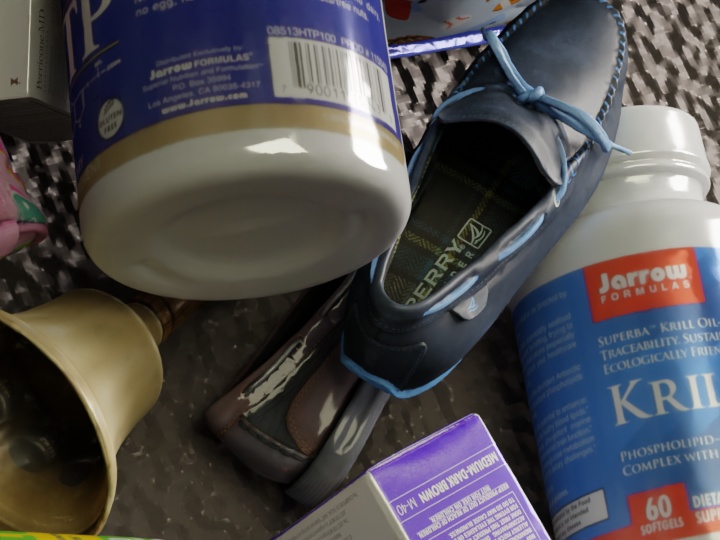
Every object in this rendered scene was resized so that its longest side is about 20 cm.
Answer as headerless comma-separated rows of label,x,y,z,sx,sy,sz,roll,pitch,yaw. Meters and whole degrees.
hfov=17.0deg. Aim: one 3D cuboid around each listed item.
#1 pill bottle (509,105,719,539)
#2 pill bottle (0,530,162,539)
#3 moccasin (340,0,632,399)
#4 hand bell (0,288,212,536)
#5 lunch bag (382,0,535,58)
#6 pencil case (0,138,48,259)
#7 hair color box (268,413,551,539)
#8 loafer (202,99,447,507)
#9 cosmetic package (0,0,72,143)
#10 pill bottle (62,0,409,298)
pill bottle,0.123,0.038,1.018,0.111,0.112,0.202,-1,68,-27
pill bottle,-0.156,0.144,0.828,0.198,0.111,0.112,6,65,-25
moccasin,0.060,-0.038,0.955,0.080,0.068,0.201,23,62,6
hand bell,-0.079,0.017,0.955,0.104,0.104,0.200,50,43,1
lunch bag,0.004,-0.182,1.052,0.199,0.124,0.171,-14,76,-39
pencil case,-0.182,-0.090,0.877,0.087,0.087,0.202,-18,88,-32
hair color box,0.049,0.168,0.923,0.065,0.109,0.201,-23,80,-34
loafer,0.000,0.000,1.000,0.063,0.072,0.201,30,61,-8
cosmetic package,-0.132,-0.158,0.963,0.050,0.082,0.202,-2,81,19
pill bottle,-0.052,-0.103,0.893,0.119,0.120,0.202,4,64,-25
